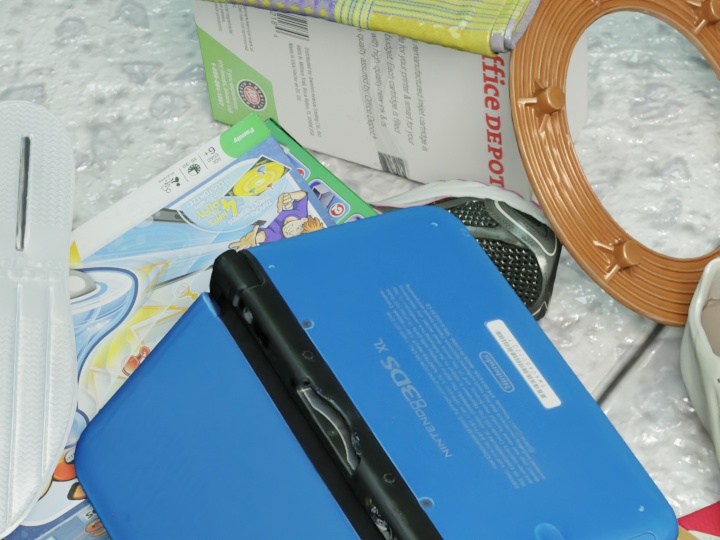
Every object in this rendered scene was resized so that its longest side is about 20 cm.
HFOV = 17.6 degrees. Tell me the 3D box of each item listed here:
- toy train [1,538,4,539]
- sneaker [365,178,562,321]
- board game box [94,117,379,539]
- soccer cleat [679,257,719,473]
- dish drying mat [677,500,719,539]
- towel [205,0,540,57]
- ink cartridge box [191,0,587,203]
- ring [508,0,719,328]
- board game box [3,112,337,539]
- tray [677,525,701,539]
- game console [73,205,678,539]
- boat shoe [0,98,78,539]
[{"bbox_3d":[-0.230,0.104,1.080,0.200,0.034,0.046,27,48,28],"label":"toy train"},{"bbox_3d":[0.000,0.000,1.159,0.200,0.080,0.086,4,18,24],"label":"sneaker"},{"bbox_3d":[-0.072,0.034,1.092,0.200,0.029,0.135,-42,58,-9],"label":"board game box"},{"bbox_3d":[0.191,0.076,1.060,0.069,0.078,0.200,-15,41,-7],"label":"soccer cleat"},{"bbox_3d":[0.248,0.108,1.087,0.200,0.018,0.077,-21,48,-12],"label":"dish drying mat"},{"bbox_3d":[0.009,-0.168,1.159,0.200,0.023,0.144,12,51,21],"label":"towel"},{"bbox_3d":[0.017,-0.130,1.241,0.200,0.146,0.084,18,52,20],"label":"ink cartridge box"},{"bbox_3d":[0.153,-0.070,1.162,0.019,0.200,0.201,-22,29,49],"label":"ring"},{"bbox_3d":[-0.095,0.033,1.062,0.200,0.034,0.135,-34,56,-4],"label":"board game box"},{"bbox_3d":[0.164,0.151,0.978,0.200,0.099,0.037,34,85,44],"label":"tray"},{"bbox_3d":[0.001,0.091,0.968,0.171,0.118,0.200,-15,53,-29],"label":"game console"},{"bbox_3d":[-0.163,0.025,1.032,0.072,0.062,0.200,13,73,-22],"label":"boat shoe"}]
